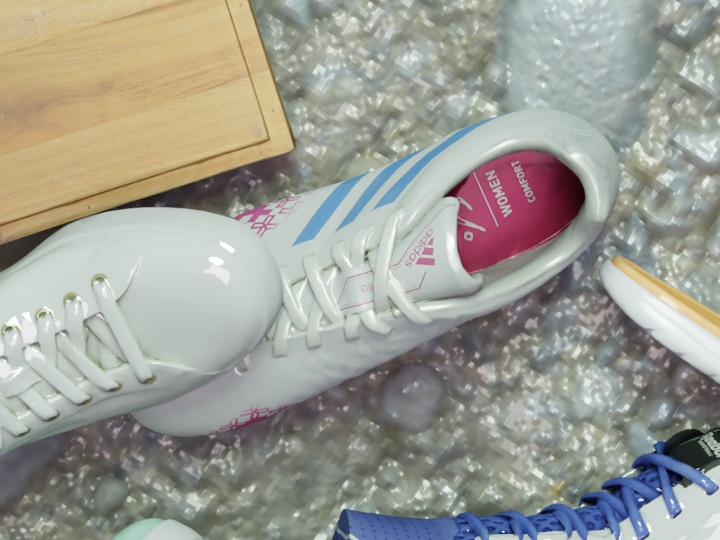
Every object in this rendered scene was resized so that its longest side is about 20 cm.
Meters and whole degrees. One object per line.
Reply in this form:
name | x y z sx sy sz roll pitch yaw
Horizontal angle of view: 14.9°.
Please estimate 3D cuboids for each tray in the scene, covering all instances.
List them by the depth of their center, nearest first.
tray | -0.133 -0.061 0.988 0.199 0.037 0.099 -18 99 2

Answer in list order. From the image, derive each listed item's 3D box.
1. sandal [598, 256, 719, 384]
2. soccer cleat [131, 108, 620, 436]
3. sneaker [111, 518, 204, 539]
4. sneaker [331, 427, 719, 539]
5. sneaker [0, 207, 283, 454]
sandal | 0.184 0.039 0.995 0.206 0.079 0.059 33 99 -5
soccer cleat | 0.000 0.000 0.977 0.199 0.086 0.070 -28 99 3
sneaker | -0.158 0.126 0.986 0.200 0.074 0.118 -39 75 4
sneaker | 0.089 0.104 1.008 0.198 0.081 0.116 20 94 -12
sneaker | -0.120 0.040 0.950 0.199 0.085 0.073 -17 115 22
